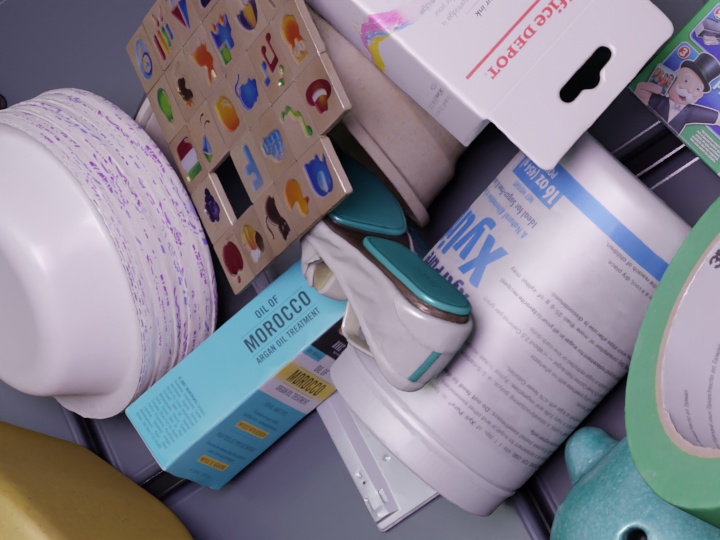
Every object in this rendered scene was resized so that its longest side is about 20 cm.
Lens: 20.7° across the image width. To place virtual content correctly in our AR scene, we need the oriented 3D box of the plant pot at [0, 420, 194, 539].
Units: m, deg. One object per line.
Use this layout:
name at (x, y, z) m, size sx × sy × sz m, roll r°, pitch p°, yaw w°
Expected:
plant pot at (-0.202, 0.203, 1.158) m, size 0.200 × 0.194 × 0.196 m, roll 17°, pitch 85°, yaw 43°

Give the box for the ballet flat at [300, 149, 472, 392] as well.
ballet flat at (0.000, 0.000, 1.085) m, size 0.069 × 0.069 × 0.200 m, roll -47°, pitch 35°, yaw 9°

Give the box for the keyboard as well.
keyboard at (-0.009, 0.063, 1.228) m, size 0.056 × 0.011 × 0.200 m, roll -33°, pitch 66°, yaw 10°

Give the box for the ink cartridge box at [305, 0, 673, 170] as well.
ink cartridge box at (0.055, -0.151, 1.053) m, size 0.200 × 0.067 × 0.117 m, roll 43°, pitch 78°, yaw 1°

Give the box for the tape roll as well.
tape roll at (0.211, 0.032, 0.966) m, size 0.200 × 0.048 × 0.201 m, roll -46°, pitch 28°, yaw 33°

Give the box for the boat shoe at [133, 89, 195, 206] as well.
boat shoe at (-0.124, -0.086, 1.253) m, size 0.200 × 0.072 × 0.063 m, roll -65°, pitch 37°, yaw 36°

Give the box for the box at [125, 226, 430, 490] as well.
box at (-0.041, 0.047, 1.194) m, size 0.200 × 0.082 × 0.049 m, roll -41°, pitch 65°, yaw 7°

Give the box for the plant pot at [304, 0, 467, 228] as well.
plant pot at (0.038, -0.160, 1.169) m, size 0.183 × 0.200 × 0.201 m, roll -41°, pitch 63°, yaw -1°

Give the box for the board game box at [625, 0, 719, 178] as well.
board game box at (0.265, -0.087, 1.116) m, size 0.135 × 0.029 × 0.200 m, roll -46°, pitch 62°, yaw 9°

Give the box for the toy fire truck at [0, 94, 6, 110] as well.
toy fire truck at (-0.353, -0.120, 1.420) m, size 0.141 × 0.049 × 0.200 m, roll -50°, pitch 63°, yaw 8°

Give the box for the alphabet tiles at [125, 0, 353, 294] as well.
alphabet tiles at (-0.066, -0.094, 1.093) m, size 0.200 × 0.008 × 0.168 m, roll -39°, pitch 73°, yaw 58°

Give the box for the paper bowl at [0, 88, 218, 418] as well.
paper bowl at (-0.189, -0.003, 1.221) m, size 0.200 × 0.104 × 0.201 m, roll 31°, pitch 136°, yaw 36°

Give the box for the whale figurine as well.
whale figurine at (0.177, 0.117, 1.066) m, size 0.159 × 0.104 × 0.201 m, roll 22°, pitch 88°, yaw 29°

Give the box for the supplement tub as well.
supplement tub at (0.093, 0.025, 1.116) m, size 0.200 × 0.132 × 0.132 m, roll -48°, pitch 62°, yaw 7°
